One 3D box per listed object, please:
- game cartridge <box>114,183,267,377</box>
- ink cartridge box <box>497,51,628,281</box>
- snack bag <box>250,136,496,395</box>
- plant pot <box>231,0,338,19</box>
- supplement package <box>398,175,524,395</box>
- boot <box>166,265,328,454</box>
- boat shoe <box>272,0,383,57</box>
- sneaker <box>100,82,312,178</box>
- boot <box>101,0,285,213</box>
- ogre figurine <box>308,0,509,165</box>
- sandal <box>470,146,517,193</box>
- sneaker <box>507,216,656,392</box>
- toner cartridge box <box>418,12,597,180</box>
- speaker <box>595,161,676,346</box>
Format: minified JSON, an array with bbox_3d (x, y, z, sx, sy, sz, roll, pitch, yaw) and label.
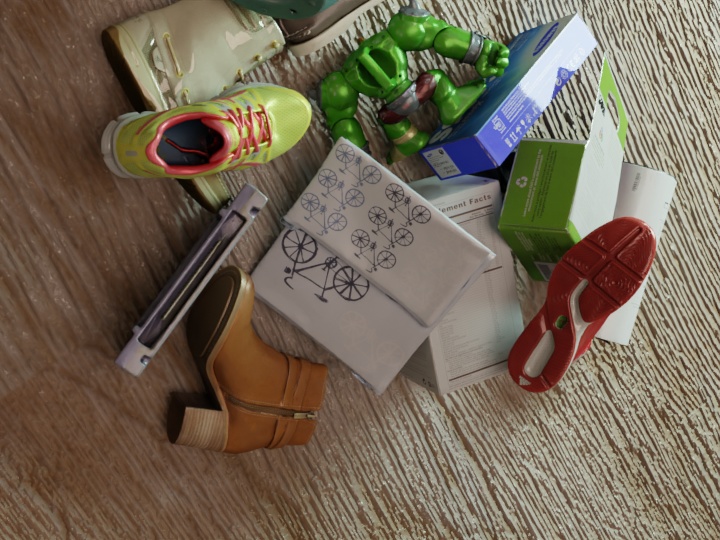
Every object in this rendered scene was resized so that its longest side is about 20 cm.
[{"bbox_3d":[-0.161,0.009,1.116,0.038,0.130,0.200,37,82,-11],"label":"game cartridge"},{"bbox_3d":[0.216,-0.103,1.233,0.148,0.076,0.200,46,54,-58],"label":"ink cartridge box"},{"bbox_3d":[0.000,0.000,1.167,0.189,0.021,0.200,38,112,0],"label":"snack bag"},{"bbox_3d":[-0.064,-0.322,1.047,0.201,0.201,0.161,29,71,-26],"label":"plant pot"},{"bbox_3d":[0.088,0.009,1.240,0.114,0.110,0.200,-16,105,-21],"label":"supplement package"},{"bbox_3d":[-0.097,0.091,1.184,0.155,0.074,0.200,7,115,-31],"label":"boot"},{"bbox_3d":[-0.001,-0.291,1.174,0.200,0.072,0.060,-38,115,-9],"label":"boat shoe"},{"bbox_3d":[-0.122,-0.117,1.056,0.200,0.090,0.078,-20,107,-29],"label":"sneaker"},{"bbox_3d":[-0.134,-0.170,1.133,0.155,0.072,0.200,-33,110,-19],"label":"boot"},{"bbox_3d":[0.040,-0.184,1.189,0.200,0.098,0.120,-33,112,31],"label":"ogre figurine"},{"bbox_3d":[0.173,-0.110,1.294,0.200,0.048,0.075,29,86,-27],"label":"sandal"},{"bbox_3d":[0.223,0.028,1.197,0.078,0.116,0.200,42,104,10],"label":"sneaker"},{"bbox_3d":[0.152,-0.178,1.221,0.043,0.095,0.200,50,61,-20],"label":"toner cartridge box"},{"bbox_3d":[0.291,-0.018,1.345,0.081,0.081,0.200,15,92,-26],"label":"speaker"}]
